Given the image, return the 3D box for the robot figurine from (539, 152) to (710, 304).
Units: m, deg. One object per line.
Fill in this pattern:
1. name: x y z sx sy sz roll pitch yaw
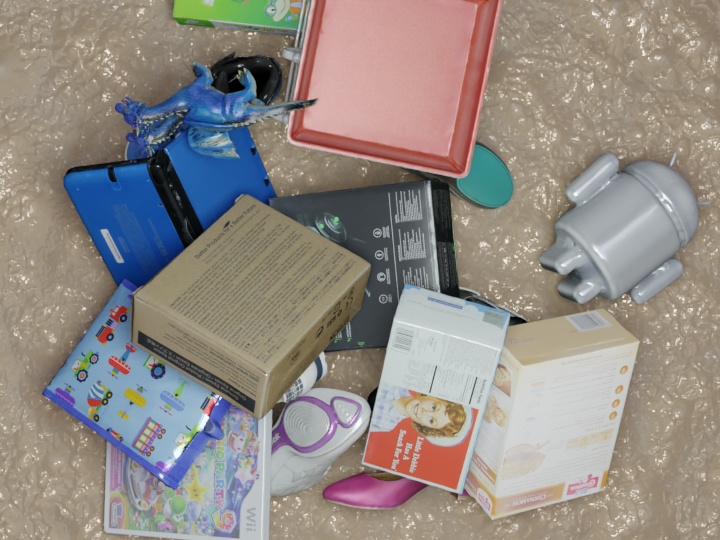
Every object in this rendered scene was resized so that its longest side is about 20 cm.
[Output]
1. robot figurine: 0.298 -0.047 1.766 0.199 0.113 0.170 -36 108 -8

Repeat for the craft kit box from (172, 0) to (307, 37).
1. craft kit box: -0.099 -0.365 1.743 0.195 0.049 0.202 6 88 7

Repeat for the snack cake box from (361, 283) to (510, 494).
1. snack cake box: 0.076 0.124 1.625 0.114 0.067 0.201 15 125 4

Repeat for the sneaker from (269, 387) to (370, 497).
1. sneaker: -0.057 0.186 1.687 0.199 0.099 0.075 -32 60 30

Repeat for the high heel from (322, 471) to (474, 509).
1. high heel: 0.053 0.210 1.740 0.198 0.067 0.097 -2 97 -13

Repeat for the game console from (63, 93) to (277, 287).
1. game console: -0.196 -0.073 1.688 0.169 0.119 0.201 -5 133 18

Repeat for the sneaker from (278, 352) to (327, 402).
1. sneaker: -0.133 0.108 1.672 0.081 0.199 0.077 -49 123 -45

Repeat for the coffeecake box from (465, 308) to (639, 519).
1. coffeecake box: 0.202 0.155 1.696 0.152 0.073 0.202 -9 124 -27

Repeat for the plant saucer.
1. plant saucer: 0.033 -0.212 1.628 0.198 0.037 0.202 10 94 -15

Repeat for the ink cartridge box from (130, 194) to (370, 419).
1. ink cartridge box: -0.110 0.033 1.588 0.164 0.076 0.200 29 46 17

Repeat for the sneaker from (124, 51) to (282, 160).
1. sneaker: -0.171 -0.171 1.709 0.199 0.111 0.077 -31 92 -8

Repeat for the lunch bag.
1. lunch bag: -0.208 0.123 1.631 0.151 0.199 0.094 -55 139 -9

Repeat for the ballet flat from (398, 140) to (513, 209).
1. ballet flat: 0.093 -0.125 1.752 0.199 0.063 0.068 23 90 -44

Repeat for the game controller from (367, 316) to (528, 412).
1. game controller: 0.105 0.116 1.721 0.199 0.042 0.104 -30 136 11

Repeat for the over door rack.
1. over door rack: 0.009 -0.224 1.703 0.198 0.067 0.149 2 110 -31

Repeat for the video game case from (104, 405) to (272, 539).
1. video game case: -0.186 0.215 1.684 0.198 0.018 0.145 0 87 25

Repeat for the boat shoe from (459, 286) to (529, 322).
1. boat shoe: 0.104 0.046 1.761 0.198 0.064 0.071 15 85 -7

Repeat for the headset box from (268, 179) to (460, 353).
1. headset box: 0.000 0.000 1.705 0.198 0.093 0.176 -7 88 16

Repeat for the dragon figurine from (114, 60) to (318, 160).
1. dragon figurine: -0.143 -0.149 1.570 0.198 0.059 0.100 14 59 13
